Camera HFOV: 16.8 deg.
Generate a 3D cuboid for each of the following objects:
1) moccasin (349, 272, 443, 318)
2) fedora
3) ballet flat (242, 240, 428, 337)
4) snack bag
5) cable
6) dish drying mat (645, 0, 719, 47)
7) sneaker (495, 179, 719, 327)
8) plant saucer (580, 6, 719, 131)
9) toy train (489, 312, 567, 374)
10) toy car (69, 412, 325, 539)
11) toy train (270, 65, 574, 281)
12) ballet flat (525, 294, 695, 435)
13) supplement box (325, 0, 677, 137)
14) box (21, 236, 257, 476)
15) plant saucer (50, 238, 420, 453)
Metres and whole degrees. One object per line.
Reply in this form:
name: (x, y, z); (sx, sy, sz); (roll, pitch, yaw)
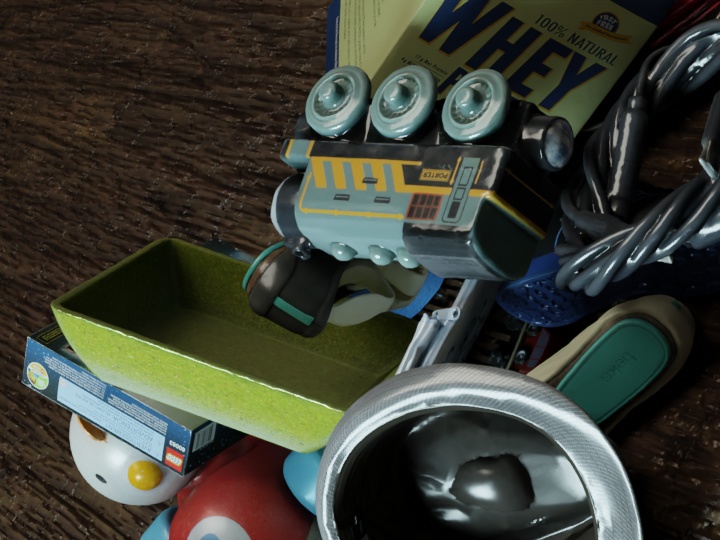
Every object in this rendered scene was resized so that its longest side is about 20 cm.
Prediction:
moccasin: (-0.011, 0.010, 1.703); (0.200, 0.080, 0.068); (-31, 21, 38)
fedora: (0.077, 0.126, 1.344); (0.200, 0.177, 0.090); (-13, 10, 29)
ballet flat: (0.000, 0.000, 1.544); (0.200, 0.068, 0.068); (-31, -25, -53)
snack bag: (0.048, 0.052, 1.496); (0.200, 0.021, 0.189); (-62, -8, -11)
cable: (0.172, -0.062, 1.332); (0.163, 0.051, 0.200); (-41, 20, 32)
dish drying mat: (0.214, -0.228, 1.552); (0.077, 0.018, 0.200); (-37, 30, 40)
sneaker: (0.160, -0.026, 1.414); (0.200, 0.070, 0.078); (-15, 49, 44)
plant saucer: (0.196, -0.168, 1.575); (0.200, 0.037, 0.201); (-43, 28, 30)
toy train: (0.106, 0.051, 1.487); (0.046, 0.034, 0.200); (7, 65, 43)
toy car: (-0.125, 0.132, 1.624); (0.184, 0.200, 0.177); (-49, 25, 19)
toy train: (0.031, -0.055, 1.423); (0.200, 0.085, 0.114); (5, 68, 40)
ballet flat: (0.116, 0.079, 1.406); (0.200, 0.069, 0.070); (-40, 29, 29)
supplement box: (0.084, -0.171, 1.571); (0.200, 0.134, 0.200); (-54, 19, 26)
box: (-0.105, 0.052, 1.607); (0.200, 0.136, 0.038); (-30, -40, -49)
plant saucer: (-0.070, 0.050, 1.506); (0.200, 0.199, 0.048); (-39, -34, -69)
